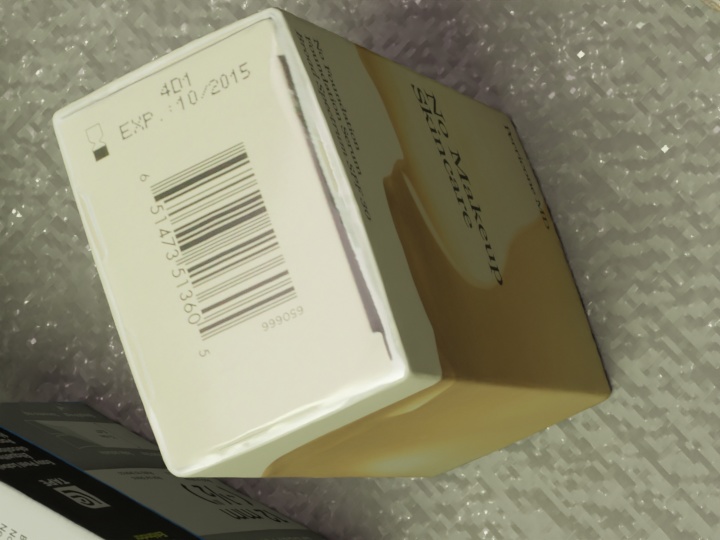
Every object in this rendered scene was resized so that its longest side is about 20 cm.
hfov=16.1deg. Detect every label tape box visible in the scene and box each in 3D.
[{"bbox_3d":[-0.048,0.108,0.762,0.199,0.143,0.067,24,96,21],"label":"label tape box"}]

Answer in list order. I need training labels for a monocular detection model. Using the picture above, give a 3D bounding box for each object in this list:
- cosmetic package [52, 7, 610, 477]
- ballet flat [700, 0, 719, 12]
[{"bbox_3d":[0.000,0.000,0.720,0.071,0.200,0.106,-23,80,17],"label":"cosmetic package"},{"bbox_3d":[0.132,-0.093,0.746,0.200,0.067,0.068,41,101,19],"label":"ballet flat"}]
